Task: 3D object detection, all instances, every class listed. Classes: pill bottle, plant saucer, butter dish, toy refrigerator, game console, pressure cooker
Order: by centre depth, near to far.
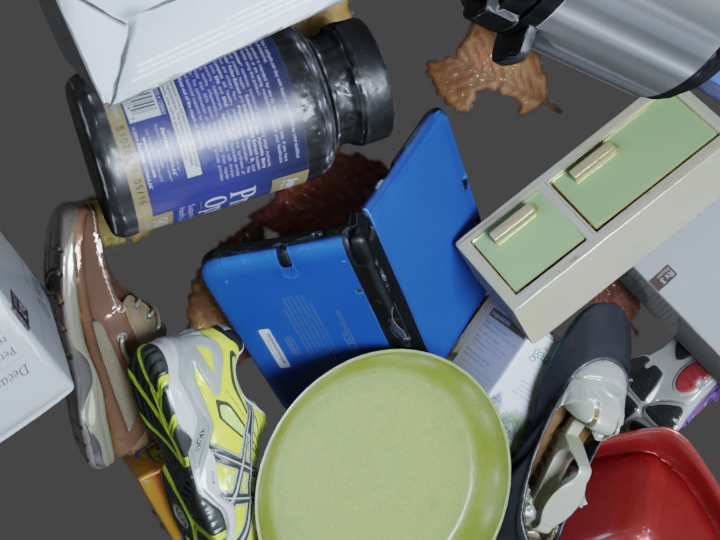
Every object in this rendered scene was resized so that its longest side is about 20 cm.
[{"bbox_3d":[-0.084,-0.102,0.832,0.200,0.112,0.112,-18,112,-13],"label":"pill bottle"},{"bbox_3d":[0.158,-0.227,0.840,0.200,0.176,0.179,19,133,-21],"label":"pressure cooker"},{"bbox_3d":[0.014,0.152,0.891,0.200,0.031,0.200,-3,97,-24],"label":"plant saucer"},{"bbox_3d":[0.174,-0.045,0.906,0.200,0.076,0.070,-38,147,1],"label":"toy refrigerator"},{"bbox_3d":[0.000,0.000,0.908,0.171,0.118,0.200,-9,140,13],"label":"game console"},{"bbox_3d":[0.196,0.245,0.988,0.199,0.148,0.200,-18,121,31],"label":"butter dish"}]

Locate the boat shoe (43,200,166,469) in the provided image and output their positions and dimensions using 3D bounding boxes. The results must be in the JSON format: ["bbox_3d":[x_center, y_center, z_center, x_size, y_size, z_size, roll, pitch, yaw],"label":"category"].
[{"bbox_3d":[-0.175,0.042,0.872,0.072,0.076,0.200,-13,120,-19],"label":"boat shoe"}]

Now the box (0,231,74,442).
[{"bbox_3d":[-0.300,0.045,0.753,0.200,0.199,0.131,-35,115,-7],"label":"box"}]

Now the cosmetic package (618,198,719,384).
[{"bbox_3d":[0.283,0.008,0.964,0.113,0.081,0.200,-44,79,-3],"label":"cosmetic package"}]

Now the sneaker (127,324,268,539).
[{"bbox_3d":[-0.093,0.131,0.857,0.076,0.075,0.200,-25,118,-30],"label":"sneaker"}]

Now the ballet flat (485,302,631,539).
[{"bbox_3d":[0.158,0.122,0.925,0.073,0.073,0.200,22,98,-24],"label":"ballet flat"}]

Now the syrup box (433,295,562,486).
[{"bbox_3d":[0.090,0.128,0.984,0.079,0.081,0.200,34,92,-28],"label":"syrup box"}]

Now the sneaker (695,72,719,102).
[{"bbox_3d":[0.354,-0.151,0.965,0.200,0.074,0.082,11,113,6],"label":"sneaker"}]

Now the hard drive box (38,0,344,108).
[{"bbox_3d":[-0.111,-0.177,0.750,0.156,0.200,0.077,-26,113,-11],"label":"hard drive box"}]

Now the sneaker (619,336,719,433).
[{"bbox_3d":[0.264,0.104,1.044,0.200,0.081,0.083,-38,146,6],"label":"sneaker"}]

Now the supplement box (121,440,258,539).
[{"bbox_3d":[-0.104,0.206,0.948,0.067,0.069,0.200,-31,111,-11],"label":"supplement box"}]
